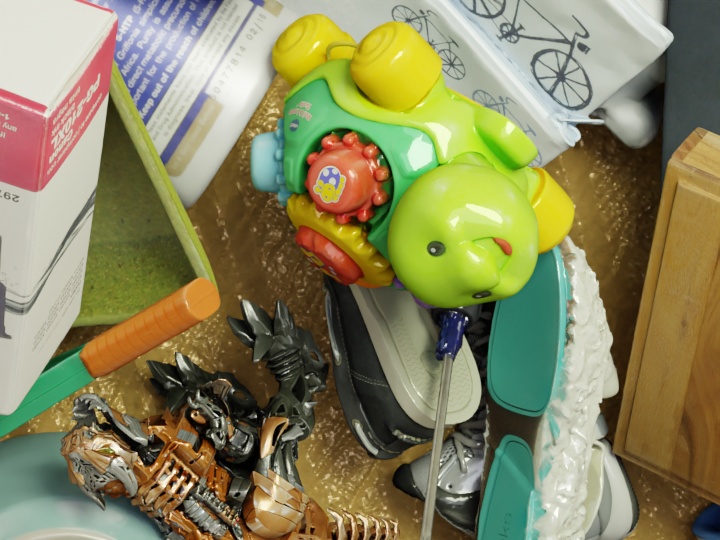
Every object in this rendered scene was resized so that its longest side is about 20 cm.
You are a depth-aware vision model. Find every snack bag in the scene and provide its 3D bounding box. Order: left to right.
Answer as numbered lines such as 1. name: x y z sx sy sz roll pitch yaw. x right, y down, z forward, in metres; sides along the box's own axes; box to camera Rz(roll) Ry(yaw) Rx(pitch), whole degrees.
1. snack bag: 0.047 -0.131 1.165 0.189 0.200 0.021 45 55 -4

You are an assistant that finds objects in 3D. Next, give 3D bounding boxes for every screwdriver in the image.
1. screwdriver: 0.038 0.055 1.128 0.029 0.028 0.200 6 49 11

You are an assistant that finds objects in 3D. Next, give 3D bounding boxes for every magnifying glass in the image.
1. magnifying glass: -0.144 0.050 1.137 0.022 0.200 0.080 59 38 -6

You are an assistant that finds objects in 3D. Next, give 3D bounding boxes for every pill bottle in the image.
1. pill bottle: -0.143 -0.130 1.167 0.200 0.120 0.120 32 84 -7

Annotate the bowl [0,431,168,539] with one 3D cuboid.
1. bowl: -0.152 0.183 1.162 0.201 0.105 0.201 0 87 -7

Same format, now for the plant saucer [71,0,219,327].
1. plant saucer: -0.180 -0.061 1.125 0.200 0.048 0.200 -5 127 26

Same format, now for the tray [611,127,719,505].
1. tray: 0.185 0.034 1.119 0.099 0.200 0.037 26 48 22

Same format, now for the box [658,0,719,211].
1. box: 0.257 -0.106 1.177 0.196 0.124 0.200 4 87 -47

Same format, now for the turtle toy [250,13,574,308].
1. turtle toy: 0.023 -0.038 1.085 0.146 0.200 0.101 44 76 -28

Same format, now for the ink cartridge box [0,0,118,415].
1. ink cartridge box: -0.201 -0.045 1.055 0.145 0.200 0.084 20 45 6

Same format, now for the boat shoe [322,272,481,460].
1. boat shoe: 0.000 0.000 1.200 0.072 0.068 0.200 -1 65 -35

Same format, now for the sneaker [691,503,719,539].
1. sneaker: 0.233 0.083 1.208 0.082 0.074 0.200 17 117 7

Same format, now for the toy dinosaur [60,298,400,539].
1. toy dinosaur: -0.066 0.102 1.163 0.102 0.200 0.136 -16 53 22

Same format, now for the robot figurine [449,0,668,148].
1. robot figurine: 0.099 -0.156 1.207 0.200 0.113 0.170 45 111 -5

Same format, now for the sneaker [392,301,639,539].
1. sneaker: 0.062 0.069 1.215 0.115 0.075 0.200 -23 92 -6

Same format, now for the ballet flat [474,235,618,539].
1. ballet flat: 0.097 0.077 1.166 0.072 0.072 0.200 6 102 -8
